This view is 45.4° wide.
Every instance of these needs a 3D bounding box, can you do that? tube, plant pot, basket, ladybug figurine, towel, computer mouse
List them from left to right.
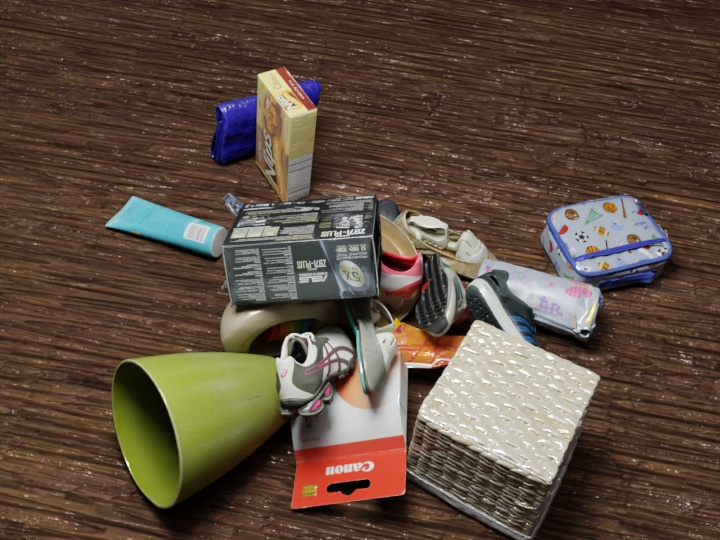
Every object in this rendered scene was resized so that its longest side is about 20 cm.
[{"bbox_3d":[-0.316,-0.073,1.414,0.198,0.051,0.078,18,44,17],"label":"tube"},{"bbox_3d":[-0.191,0.183,1.120,0.198,0.188,0.187,-14,48,-38],"label":"plant pot"},{"bbox_3d":[-0.167,-0.261,1.532,0.198,0.148,0.050,-22,71,-24],"label":"towel"},{"bbox_3d":[-0.115,0.065,1.217,0.198,0.136,0.072,-1,51,-44],"label":"ladybug figurine"},{"bbox_3d":[0.000,0.000,1.343,0.197,0.028,0.203,7,66,-16],"label":"plant pot"},{"bbox_3d":[0.046,-0.049,1.430,0.058,0.034,0.202,-1,49,-7],"label":"computer mouse"},{"bbox_3d":[0.183,0.204,1.132,0.198,0.162,0.199,24,51,19],"label":"basket"}]

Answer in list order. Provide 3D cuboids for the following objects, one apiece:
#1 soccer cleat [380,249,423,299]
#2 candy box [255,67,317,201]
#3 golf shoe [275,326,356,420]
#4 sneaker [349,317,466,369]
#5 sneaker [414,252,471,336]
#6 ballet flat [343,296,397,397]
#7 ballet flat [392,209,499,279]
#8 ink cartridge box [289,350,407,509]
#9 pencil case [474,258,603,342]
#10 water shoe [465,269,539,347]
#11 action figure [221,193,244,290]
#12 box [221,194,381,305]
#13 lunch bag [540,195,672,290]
[{"bbox_3d":[-0.005,-0.006,1.269,0.197,0.077,0.067,8,41,-6],"label":"soccer cleat"},{"bbox_3d":[-0.129,-0.225,1.456,0.055,0.201,0.116,-22,57,-23],"label":"candy box"},{"bbox_3d":[-0.059,0.113,1.142,0.076,0.089,0.200,-10,21,17],"label":"golf shoe"},{"bbox_3d":[0.080,0.107,1.253,0.197,0.073,0.078,-3,86,-11],"label":"sneaker"},{"bbox_3d":[0.133,0.049,1.277,0.093,0.070,0.200,39,18,-16],"label":"sneaker"},{"bbox_3d":[0.019,0.090,1.167,0.063,0.068,0.201,-12,33,-2],"label":"ballet flat"},{"bbox_3d":[0.143,-0.043,1.394,0.198,0.066,0.071,20,51,1],"label":"ballet flat"},{"bbox_3d":[-0.019,0.208,1.147,0.160,0.050,0.201,-11,42,15],"label":"ink cartridge box"},{"bbox_3d":[0.269,0.047,1.331,0.198,0.084,0.091,17,53,10],"label":"pencil case"},{"bbox_3d":[0.235,0.089,1.254,0.078,0.071,0.201,-31,88,-27],"label":"water shoe"},{"bbox_3d":[-0.162,-0.016,1.329,0.200,0.104,0.194,42,39,-17],"label":"action figure"},{"bbox_3d":[-0.072,-0.031,1.169,0.197,0.087,0.164,-4,23,4],"label":"box"},{"bbox_3d":[0.413,-0.043,1.433,0.197,0.076,0.161,-12,52,-14],"label":"lunch bag"}]
